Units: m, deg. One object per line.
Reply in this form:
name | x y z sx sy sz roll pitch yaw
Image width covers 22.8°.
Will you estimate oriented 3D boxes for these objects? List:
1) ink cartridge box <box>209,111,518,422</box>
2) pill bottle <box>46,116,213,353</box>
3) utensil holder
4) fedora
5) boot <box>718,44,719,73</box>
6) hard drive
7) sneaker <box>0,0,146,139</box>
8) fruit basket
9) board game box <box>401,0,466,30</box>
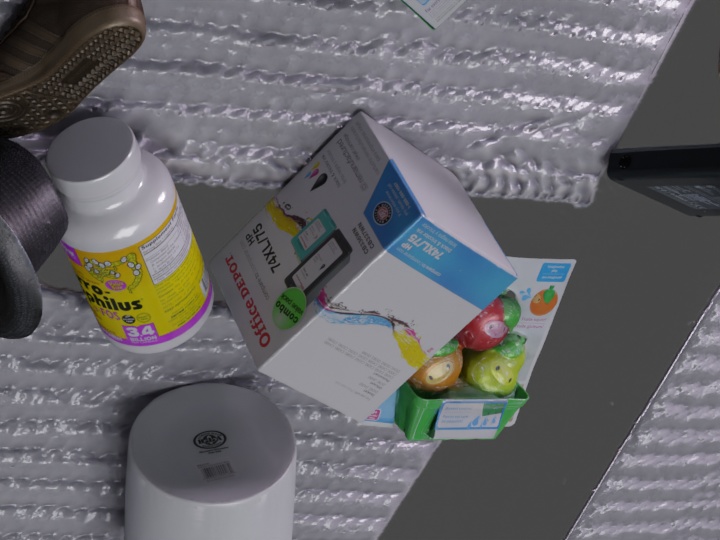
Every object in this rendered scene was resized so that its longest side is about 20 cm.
ink cartridge box | 0.000 0.000 1.565 0.200 0.147 0.146 -44 136 16
pill bottle | -0.192 -0.030 1.467 0.104 0.104 0.200 -23 137 -6
utensil holder | -0.144 0.231 1.704 0.169 0.170 0.201 -10 132 -19
fedora | -0.290 -0.042 1.371 0.092 0.200 0.201 -40 146 -30
boot | 0.392 -0.248 1.522 0.154 0.077 0.201 4 115 7
hard drive | 0.348 -0.083 1.652 0.139 0.199 0.033 20 78 -39
sneaker | -0.235 -0.167 1.347 0.199 0.076 0.070 -27 154 32
fruit basket | 0.107 0.075 1.737 0.184 0.094 0.201 3 126 -30
board game box | 0.050 -0.296 1.383 0.153 0.040 0.200 -41 136 14
